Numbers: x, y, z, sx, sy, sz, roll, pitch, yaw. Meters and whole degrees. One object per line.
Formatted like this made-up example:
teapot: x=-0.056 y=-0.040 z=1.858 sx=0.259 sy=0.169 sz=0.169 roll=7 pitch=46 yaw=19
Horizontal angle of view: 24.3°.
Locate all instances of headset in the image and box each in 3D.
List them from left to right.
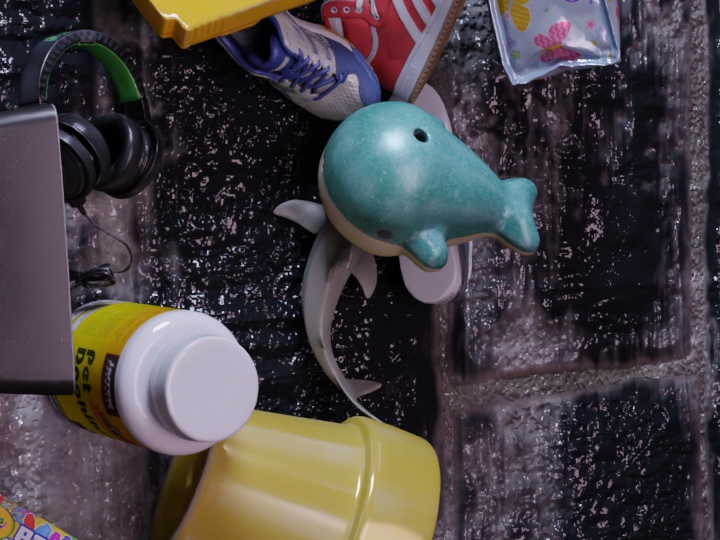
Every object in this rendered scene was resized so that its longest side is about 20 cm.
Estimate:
headset: x=-0.221 y=-0.086 z=1.317 sx=0.123 sy=0.094 sz=0.201 roll=-10 pitch=93 yaw=-55

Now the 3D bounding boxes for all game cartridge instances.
game cartridge: x=-0.114 y=-0.271 z=1.345 sx=0.199 sy=0.032 sz=0.177 roll=-25 pitch=66 yaw=-29

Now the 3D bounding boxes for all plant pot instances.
plant pot: x=-0.317 y=-0.011 z=1.198 sx=0.176 sy=0.199 sz=0.201 roll=-6 pitch=96 yaw=-22
plant pot: x=-0.061 y=0.200 z=1.377 sx=0.188 sy=0.201 sz=0.202 roll=23 pitch=79 yaw=-16

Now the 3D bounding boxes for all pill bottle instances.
pill bottle: x=-0.160 y=0.082 z=1.289 sx=0.109 sy=0.200 sz=0.110 roll=-2 pitch=93 yaw=-33

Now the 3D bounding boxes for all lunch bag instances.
lunch bag: x=0.169 y=-0.280 z=1.493 sx=0.126 sy=0.170 sz=0.201 roll=-13 pitch=100 yaw=11

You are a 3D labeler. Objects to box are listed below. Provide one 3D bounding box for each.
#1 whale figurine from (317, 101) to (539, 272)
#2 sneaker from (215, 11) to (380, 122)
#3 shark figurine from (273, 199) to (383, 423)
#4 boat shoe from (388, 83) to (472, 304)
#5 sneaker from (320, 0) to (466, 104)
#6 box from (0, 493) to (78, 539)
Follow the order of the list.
whale figurine: x=0.066 y=-0.075 z=1.404 sx=0.199 sy=0.104 sz=0.160 roll=14 pitch=53 yaw=-14
sneaker: x=-0.065 y=-0.176 z=1.395 sx=0.200 sy=0.088 sz=0.075 roll=36 pitch=115 yaw=-23
shark figurine: x=-0.016 y=0.015 z=1.437 sx=0.127 sy=0.089 sz=0.216 roll=11 pitch=87 yaw=-16
boat shoe: x=0.066 y=-0.069 z=1.514 sx=0.068 sy=0.071 sz=0.201 roll=4 pitch=75 yaw=-65
sneaker: x=0.035 y=-0.247 z=1.421 sx=0.112 sy=0.201 sz=0.071 roll=29 pitch=33 yaw=4
box: x=-0.288 y=0.276 z=1.263 sx=0.200 sy=0.122 sz=0.193 roll=37 pitch=72 yaw=-29
